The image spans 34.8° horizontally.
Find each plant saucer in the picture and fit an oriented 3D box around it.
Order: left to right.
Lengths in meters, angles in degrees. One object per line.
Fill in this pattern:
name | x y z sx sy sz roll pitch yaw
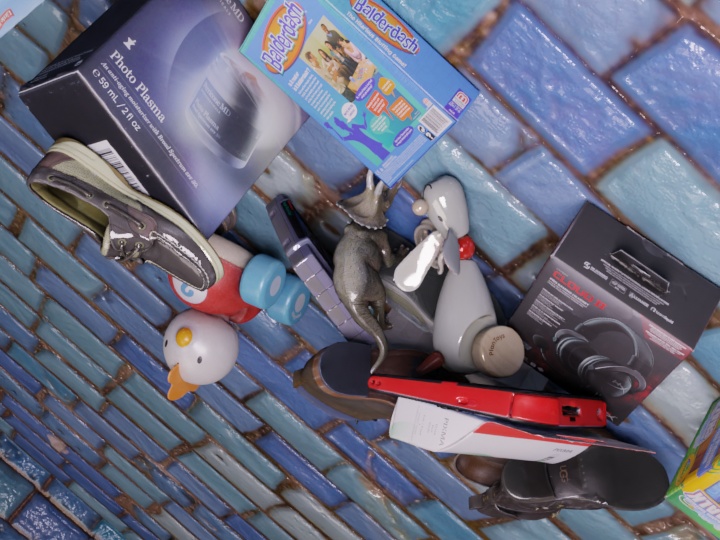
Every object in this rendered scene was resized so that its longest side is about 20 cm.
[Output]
plant saucer | 0.202 0.204 1.284 0.196 0.033 0.201 1 152 0

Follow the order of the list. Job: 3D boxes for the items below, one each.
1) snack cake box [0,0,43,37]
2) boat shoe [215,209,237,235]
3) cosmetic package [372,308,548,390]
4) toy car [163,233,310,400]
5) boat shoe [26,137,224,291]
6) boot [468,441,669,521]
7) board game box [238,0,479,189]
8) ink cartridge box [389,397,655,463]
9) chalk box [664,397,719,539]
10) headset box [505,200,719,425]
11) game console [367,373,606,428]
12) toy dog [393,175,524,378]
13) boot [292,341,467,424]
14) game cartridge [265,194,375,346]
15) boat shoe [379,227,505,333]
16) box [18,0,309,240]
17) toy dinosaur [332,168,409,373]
snack cake box | -0.340 -0.301 1.100 0.114 0.201 0.068 13 142 36
boat shoe | -0.237 -0.107 1.379 0.199 0.074 0.074 42 150 -5
cosmetic package | 0.111 0.089 1.254 0.198 0.083 0.051 14 146 37
toy car | -0.191 0.064 1.397 0.182 0.203 0.177 20 172 20
boat shoe | -0.219 -0.038 1.059 0.200 0.066 0.072 38 147 -1
boot | 0.225 0.242 1.269 0.196 0.070 0.175 3 158 0
board game box | -0.006 -0.183 1.049 0.199 0.045 0.152 42 151 -5
ink cartridge box | 0.148 0.161 1.073 0.159 0.051 0.199 12 180 -36
chalk box | 0.372 0.181 1.048 0.123 0.125 0.201 35 149 4
headset box | 0.228 0.040 1.063 0.148 0.078 0.201 34 152 7
game console | 0.123 0.121 1.058 0.174 0.032 0.199 3 174 29
toy dog | 0.077 0.022 1.105 0.202 0.095 0.132 66 153 17
boot | 0.025 0.124 1.204 0.198 0.076 0.097 21 158 -24
game cartridge | -0.046 -0.003 1.252 0.131 0.038 0.200 59 180 -25
boat shoe | 0.068 0.025 1.228 0.200 0.075 0.065 30 156 22
box | -0.181 -0.163 1.114 0.122 0.199 0.201 -6 129 46
toy dinosaur | 0.000 0.000 1.152 0.076 0.203 0.102 0 157 31
